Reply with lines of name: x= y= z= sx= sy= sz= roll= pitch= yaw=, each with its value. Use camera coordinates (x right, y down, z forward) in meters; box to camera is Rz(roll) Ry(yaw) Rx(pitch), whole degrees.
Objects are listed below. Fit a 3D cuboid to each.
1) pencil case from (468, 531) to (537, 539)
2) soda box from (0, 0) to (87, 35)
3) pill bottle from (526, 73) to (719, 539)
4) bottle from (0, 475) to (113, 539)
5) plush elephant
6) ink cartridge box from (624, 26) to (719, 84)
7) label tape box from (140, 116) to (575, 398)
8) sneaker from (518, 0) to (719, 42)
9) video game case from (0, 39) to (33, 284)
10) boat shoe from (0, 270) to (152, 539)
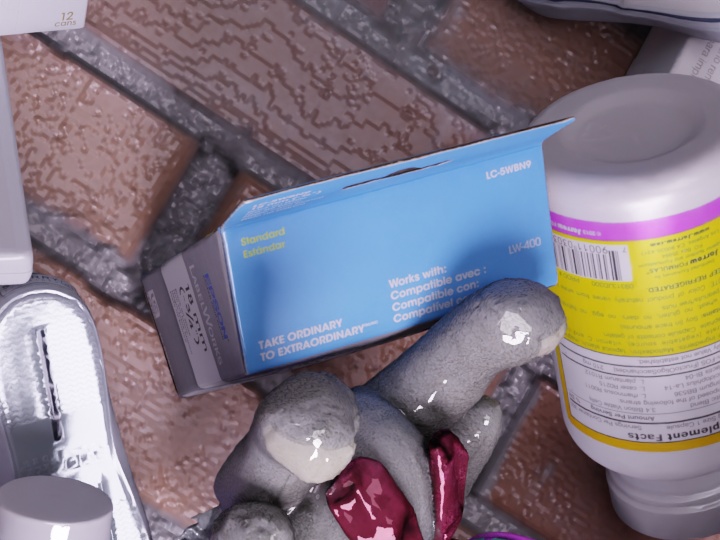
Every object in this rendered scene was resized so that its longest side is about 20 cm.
pencil case: x=0.054 y=0.221 z=0.968 sx=0.092 sy=0.085 sz=0.200 roll=13 pitch=77 yaw=24
soda box: x=-0.215 y=-0.137 z=0.914 sx=0.200 sy=0.064 sz=0.068 roll=-8 pitch=52 yaw=-22
pill bottle: x=0.135 y=0.021 z=0.974 sx=0.104 sy=0.104 sz=0.200 roll=-25 pitch=124 yaw=-18
bottle: x=-0.135 y=0.184 z=0.882 sx=0.065 sy=0.084 sz=0.200 roll=3 pitch=108 yaw=-20
plush elephant: x=0.014 y=0.128 z=0.863 sx=0.165 sy=0.200 sz=0.155 roll=-21 pitch=70 yaw=-51
ink cartridge box: x=0.229 y=-0.061 z=1.057 sx=0.200 sy=0.084 sz=0.145 roll=32 pitch=75 yaw=-10
label tape box: x=0.000 y=0.000 z=0.920 sx=0.144 sy=0.200 sz=0.063 roll=-15 pitch=87 yaw=-18
sneaker: x=0.141 y=-0.148 z=0.985 sx=0.071 sy=0.200 sz=0.073 roll=46 pitch=56 yaw=-46
video game case: x=-0.244 y=-0.066 z=0.900 sx=0.199 sy=0.022 sz=0.182 roll=-2 pitch=50 yaw=-17
boat shoe: x=-0.130 y=0.093 z=0.939 sx=0.073 sy=0.067 sz=0.201 roll=-5 pitch=107 yaw=-17
